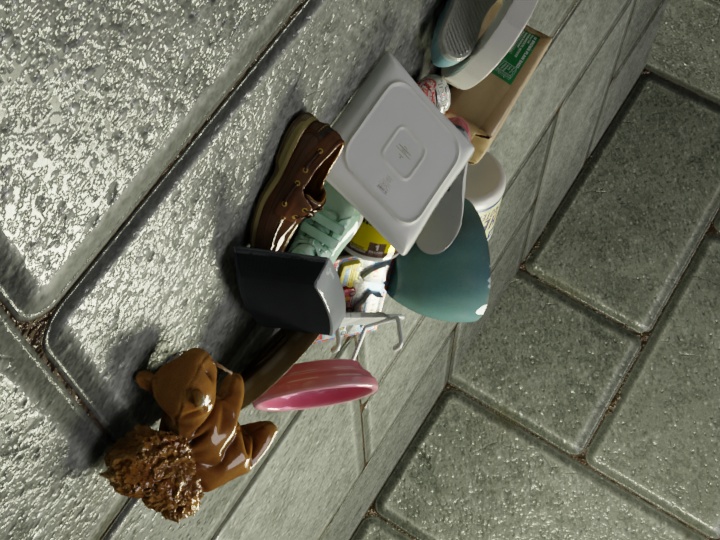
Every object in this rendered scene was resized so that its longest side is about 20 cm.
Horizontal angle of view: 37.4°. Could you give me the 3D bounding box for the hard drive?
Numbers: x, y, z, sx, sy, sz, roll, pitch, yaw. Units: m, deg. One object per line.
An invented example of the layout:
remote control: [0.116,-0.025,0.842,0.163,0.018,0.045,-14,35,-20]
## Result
hard drive: [-0.090,0.031,1.360,0.200,0.134,0.043,79,20,-67]

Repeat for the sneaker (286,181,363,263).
sneaker: [-0.059,-0.038,1.448,0.118,0.073,0.201,-49,165,-56]

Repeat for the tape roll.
tape roll: [0.194,-0.363,1.588,0.203,0.037,0.203,-52,-163,23]

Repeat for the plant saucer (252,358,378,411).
plant saucer: [-0.073,0.180,1.679,0.201,0.199,0.051,54,26,-74]

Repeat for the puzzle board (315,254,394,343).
puzzle board: [-0.027,0.046,1.668,0.150,0.017,0.201,-10,142,-20]

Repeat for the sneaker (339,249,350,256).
sneaker: [0.000,0.000,1.701,0.075,0.087,0.200,-58,165,-18]

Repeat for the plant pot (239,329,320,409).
plant pot: [-0.119,0.119,1.509,0.200,0.027,0.200,-43,-173,7]

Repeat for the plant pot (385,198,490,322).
plant pot: [0.107,-0.011,1.697,0.134,0.201,0.201,-6,140,-17]

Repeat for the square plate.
square plate: [0.053,-0.157,1.439,0.028,0.200,0.199,3,-126,58]

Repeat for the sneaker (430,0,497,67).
sneaker: [0.151,-0.386,1.563,0.201,0.074,0.082,-61,-164,-18]

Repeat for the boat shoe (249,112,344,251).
boat shoe: [-0.079,-0.090,1.305,0.072,0.067,0.201,-30,146,-63]

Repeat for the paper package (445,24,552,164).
paper package: [0.210,-0.299,1.751,0.201,0.103,0.191,-58,179,-7]

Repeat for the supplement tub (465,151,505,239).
supplement tub: [0.185,-0.120,1.986,0.145,0.144,0.201,-52,163,-30]

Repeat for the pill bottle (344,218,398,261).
pill bottle: [0.034,-0.118,1.553,0.109,0.109,0.201,-44,157,-48]

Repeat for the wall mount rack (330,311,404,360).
wall mount rack: [-0.029,0.112,1.680,0.199,0.075,0.173,1,166,-31]

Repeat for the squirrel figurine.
squirrel figurine: [-0.212,0.194,1.272,0.200,0.141,0.187,-55,158,-28]

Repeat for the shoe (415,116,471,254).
shoe: [0.128,-0.129,1.599,0.091,0.071,0.201,-65,165,-67]

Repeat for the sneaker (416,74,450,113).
sneaker: [0.085,-0.206,1.643,0.108,0.067,0.202,-44,155,-42]
